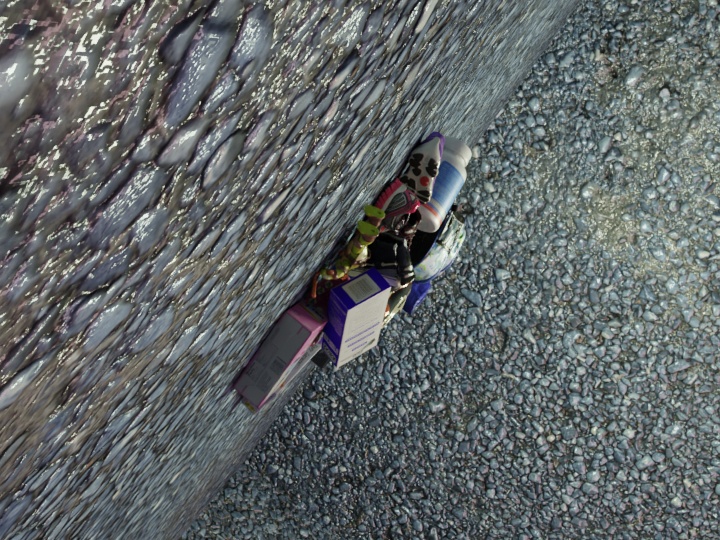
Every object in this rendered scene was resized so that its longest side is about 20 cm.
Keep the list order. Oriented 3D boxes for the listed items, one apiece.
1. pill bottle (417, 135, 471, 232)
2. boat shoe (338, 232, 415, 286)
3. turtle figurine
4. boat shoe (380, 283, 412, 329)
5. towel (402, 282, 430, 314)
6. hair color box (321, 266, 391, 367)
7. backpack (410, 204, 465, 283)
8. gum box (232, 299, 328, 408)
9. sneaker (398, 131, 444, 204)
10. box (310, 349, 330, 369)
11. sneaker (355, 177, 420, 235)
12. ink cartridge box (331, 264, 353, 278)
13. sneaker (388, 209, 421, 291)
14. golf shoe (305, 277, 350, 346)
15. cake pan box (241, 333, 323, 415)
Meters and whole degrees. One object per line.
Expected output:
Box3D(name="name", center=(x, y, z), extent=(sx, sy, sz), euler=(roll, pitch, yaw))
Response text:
Box3D(name="pill bottle", center=(0.170, -0.196, 1.797), extent=(0.201, 0.111, 0.112), euler=(-59, 178, -15))
Box3D(name="boat shoe", center=(0.026, -0.036, 1.601), extent=(0.074, 0.198, 0.094), euler=(-30, 120, -38))
Box3D(name="turtle figurine", center=(-0.013, -0.034, 1.486), extent=(0.200, 0.064, 0.162), euler=(-49, 175, -46))
Box3D(name="boat shoe", center=(0.065, 0.068, 1.751), extent=(0.070, 0.063, 0.200), euler=(-9, -166, 27))
Box3D(name="towel", center=(0.080, 0.012, 2.036), extent=(0.050, 0.199, 0.148), euler=(-57, 175, 31))
Box3D(name="hair color box", center=(-0.011, 0.095, 1.592), extent=(0.108, 0.065, 0.201), euler=(-27, 148, -28))
Box3D(name="backpack", center=(0.153, -0.071, 1.979), extent=(0.147, 0.182, 0.202), euler=(38, 80, -43))
Box3D(name="gum box", center=(-0.154, 0.161, 1.535), extent=(0.201, 0.066, 0.113), euler=(-54, 175, 16))
Box3D(name="sneaker", center=(0.132, -0.205, 1.623), extent=(0.084, 0.080, 0.200), euler=(-58, 179, -27))
Box3D(name="box", center=(-0.080, 0.153, 2.077), extent=(0.123, 0.106, 0.200), euler=(-54, 176, 16))
Box3D(name="sneaker", center=(0.049, -0.095, 1.617), extent=(0.081, 0.074, 0.200), euler=(-49, 176, -38))
Box3D(name="ink cartridge box", center=(0.000, 0.000, 1.736), extent=(0.044, 0.094, 0.200), euler=(-54, 176, 39))
Box3D(name="sneaker", center=(0.080, -0.060, 1.673), extent=(0.115, 0.075, 0.203), euler=(167, -75, -67))
Box3D(name="golf shoe", center=(-0.080, 0.063, 1.642), extent=(0.201, 0.075, 0.092), euler=(-53, -168, 32))
Box3D(name="cake pan box", center=(-0.172, 0.225, 1.829), extent=(0.200, 0.052, 0.184), euler=(-46, -178, -34))
